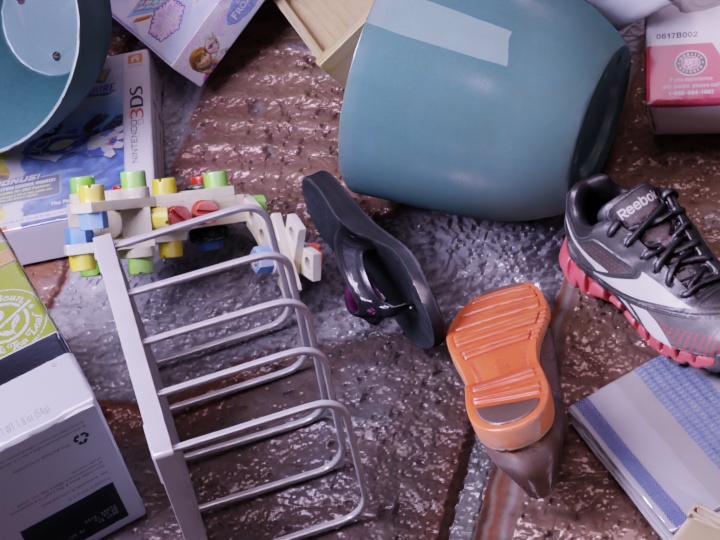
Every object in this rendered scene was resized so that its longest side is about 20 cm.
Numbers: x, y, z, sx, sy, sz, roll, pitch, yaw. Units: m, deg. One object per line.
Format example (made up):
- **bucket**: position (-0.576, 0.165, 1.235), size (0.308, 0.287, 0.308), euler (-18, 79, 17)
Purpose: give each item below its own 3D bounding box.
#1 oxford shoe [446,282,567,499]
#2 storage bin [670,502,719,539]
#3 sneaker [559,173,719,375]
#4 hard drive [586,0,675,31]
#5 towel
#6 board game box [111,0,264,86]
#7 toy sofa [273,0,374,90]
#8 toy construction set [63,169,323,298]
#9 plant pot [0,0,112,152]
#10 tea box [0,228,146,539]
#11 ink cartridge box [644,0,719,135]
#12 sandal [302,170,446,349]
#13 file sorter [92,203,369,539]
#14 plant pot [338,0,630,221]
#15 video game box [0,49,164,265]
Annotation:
- **oxford shoe**: position (0.102, 0.077, 1.306), size (0.071, 0.073, 0.200), euler (-16, 28, 13)
- **storage bin**: position (0.215, 0.264, 1.087), size (0.198, 0.094, 0.200), euler (27, 59, 31)
- **sneaker**: position (0.202, -0.003, 1.308), size (0.071, 0.098, 0.200), euler (-30, 41, -20)
- **hard drive**: position (0.135, -0.221, 1.445), size (0.027, 0.132, 0.200), euler (-50, 13, -28)
- **towel**: position (0.252, 0.096, 1.276), size (0.200, 0.024, 0.147), euler (-26, 46, -13)
- **board game box**: position (-0.135, -0.279, 1.622), size (0.200, 0.041, 0.200), euler (-53, 46, 5)
- **toy sofa**: position (-0.019, -0.222, 1.598), size (0.083, 0.098, 0.200), euler (-42, 49, 8)
- **toy construction set**: position (-0.126, -0.033, 1.404), size (0.200, 0.131, 0.092), euler (8, 86, -25)
- **plant pot**: position (-0.272, -0.194, 1.511), size (0.200, 0.200, 0.135), euler (9, 12, 20)
- **tea box**: position (-0.282, 0.109, 1.315), size (0.200, 0.134, 0.197), euler (-28, 48, -12)
- **ink cartridge box**: position (0.285, -0.206, 1.444), size (0.147, 0.086, 0.200), euler (-2, 78, 14)
- **sandal**: position (0.000, 0.001, 1.390), size (0.048, 0.075, 0.200), euler (-25, 39, -16)
- **file sorter**: position (-0.086, 0.073, 1.300), size (0.124, 0.139, 0.200), euler (-18, 47, -6)
- **plant pot**: position (0.099, -0.125, 1.402), size (0.161, 0.201, 0.201), euler (20, 56, 17)
- **video game box**: position (-0.254, -0.085, 1.544), size (0.200, 0.047, 0.182), euler (-11, 45, 3)
